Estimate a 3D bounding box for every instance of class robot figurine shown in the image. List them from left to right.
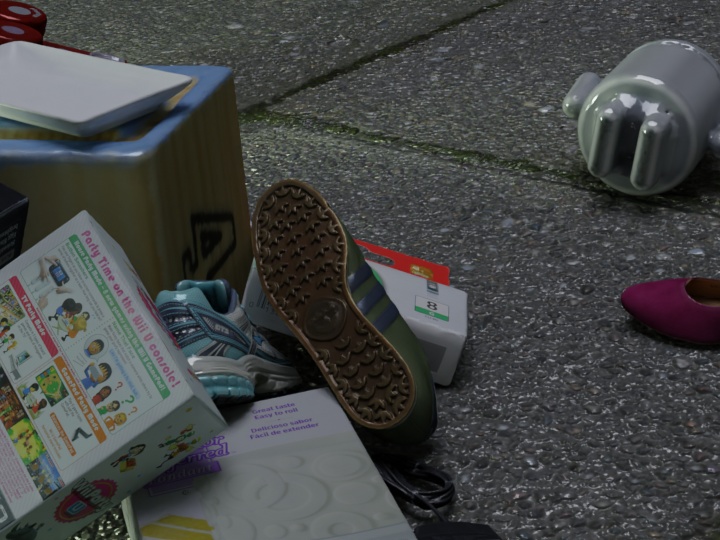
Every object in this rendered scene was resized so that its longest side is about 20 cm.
[{"bbox_3d":[0.266,-0.140,1.454,0.168,0.114,0.200,22,32,19],"label":"robot figurine"}]

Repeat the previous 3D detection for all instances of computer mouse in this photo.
[{"bbox_3d":[0.044,0.156,0.947,0.058,0.034,0.200,2,15,-15],"label":"computer mouse"}]

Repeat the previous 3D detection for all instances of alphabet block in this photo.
[{"bbox_3d":[-0.196,-0.027,1.183,0.193,0.202,0.197,3,25,16],"label":"alphabet block"}]

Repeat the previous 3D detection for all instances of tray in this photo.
[{"bbox_3d":[-0.221,-0.126,1.136,0.199,0.022,0.107,16,32,38],"label":"tray"}]

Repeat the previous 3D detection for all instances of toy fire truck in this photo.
[{"bbox_3d":[-0.331,-0.207,1.743,0.166,0.113,0.200,10,22,-12],"label":"toy fire truck"}]

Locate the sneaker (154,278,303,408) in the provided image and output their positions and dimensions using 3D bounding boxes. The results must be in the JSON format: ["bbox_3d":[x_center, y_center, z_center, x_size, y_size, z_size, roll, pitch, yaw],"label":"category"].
[{"bbox_3d":[-0.089,0.047,1.073,0.077,0.087,0.200,-11,-4,7],"label":"sneaker"}]

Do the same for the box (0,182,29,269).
[{"bbox_3d":[-0.340,0.010,1.060,0.196,0.201,0.117,28,34,15],"label":"box"}]

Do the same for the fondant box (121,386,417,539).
[{"bbox_3d":[-0.059,0.148,0.941,0.143,0.059,0.200,-11,23,-13],"label":"fondant box"}]

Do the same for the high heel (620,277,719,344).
[{"bbox_3d":[0.283,0.003,1.153,0.198,0.097,0.067,6,26,22],"label":"high heel"}]

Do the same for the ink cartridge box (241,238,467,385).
[{"bbox_3d":[0.000,0.000,1.210,0.160,0.050,0.200,18,26,-4],"label":"ink cartridge box"}]

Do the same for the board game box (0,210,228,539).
[{"bbox_3d":[-0.199,0.084,0.937,0.199,0.064,0.148,-35,62,-1],"label":"board game box"}]

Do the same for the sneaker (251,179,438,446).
[{"bbox_3d":[-0.007,0.036,1.077,0.067,0.090,0.201,-33,58,6],"label":"sneaker"}]
